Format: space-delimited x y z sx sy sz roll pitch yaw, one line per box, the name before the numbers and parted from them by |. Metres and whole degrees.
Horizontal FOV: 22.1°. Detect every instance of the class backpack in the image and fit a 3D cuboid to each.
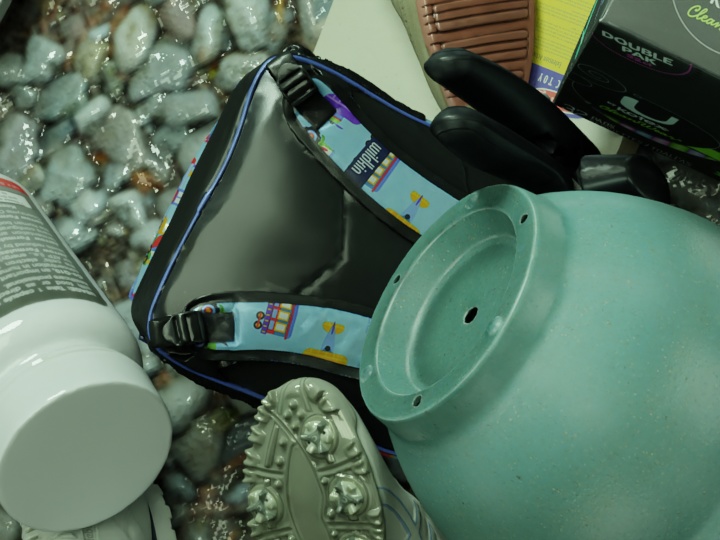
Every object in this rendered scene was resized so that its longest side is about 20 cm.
backpack | 0.000 0.000 0.967 0.200 0.135 0.183 25 85 -13

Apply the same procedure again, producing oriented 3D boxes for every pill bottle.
pill bottle | -0.187 0.041 0.988 0.114 0.114 0.200 -45 47 2

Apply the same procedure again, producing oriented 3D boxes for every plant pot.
plant pot | 0.085 0.043 0.824 0.200 0.134 0.200 -43 28 29

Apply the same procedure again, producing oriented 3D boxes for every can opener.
can opener | 0.079 -0.063 0.865 0.079 0.200 0.063 -21 66 24

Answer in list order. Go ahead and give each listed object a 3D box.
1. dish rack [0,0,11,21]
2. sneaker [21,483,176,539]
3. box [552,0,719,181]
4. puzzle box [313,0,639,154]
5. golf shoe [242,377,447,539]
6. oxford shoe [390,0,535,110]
dish rack | -0.255 -0.243 1.146 0.172 0.044 0.200 25 85 19
sneaker | -0.146 0.152 0.976 0.076 0.080 0.200 -49 44 11
box | 0.185 -0.115 0.835 0.148 0.200 0.124 25 86 2
puzzle box | 0.071 -0.122 1.003 0.200 0.025 0.133 26 97 29
golf shoe | 0.006 0.137 0.926 0.078 0.097 0.200 -7 108 33
oxford shoe | 0.040 -0.165 0.985 0.071 0.074 0.200 -7 82 -31
